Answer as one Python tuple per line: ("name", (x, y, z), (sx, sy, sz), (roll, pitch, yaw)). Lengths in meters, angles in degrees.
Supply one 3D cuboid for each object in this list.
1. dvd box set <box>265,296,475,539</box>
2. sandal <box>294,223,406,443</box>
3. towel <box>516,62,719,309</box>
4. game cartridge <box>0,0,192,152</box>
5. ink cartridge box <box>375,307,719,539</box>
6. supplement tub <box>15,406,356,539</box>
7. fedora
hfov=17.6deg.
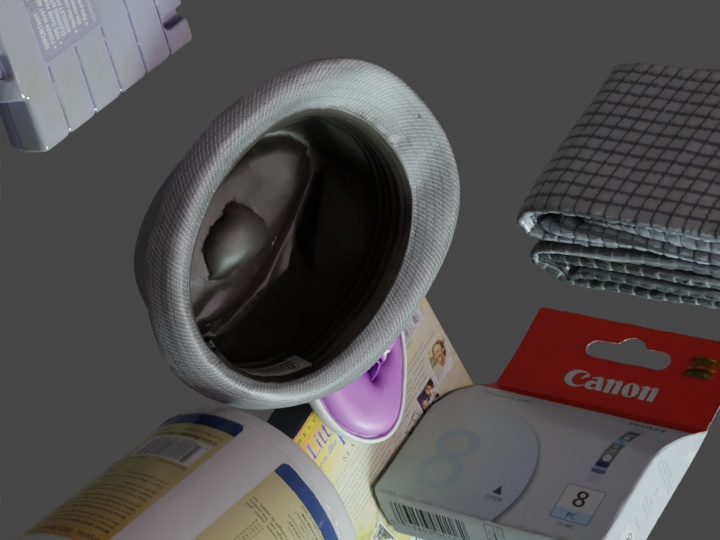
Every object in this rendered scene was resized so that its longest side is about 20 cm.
("dvd box set", (0.020, 0.111, 1.456), (0.147, 0.029, 0.200), (-58, 138, -27))
("sandal", (-0.006, 0.001, 1.355), (0.082, 0.050, 0.203), (-10, 92, -34))
("towel", (0.227, -0.056, 1.555), (0.166, 0.200, 0.086), (-52, 135, -32))
("game cartridge", (-0.159, -0.174, 1.161), (0.130, 0.038, 0.200), (-40, 127, -36))
("ink cartridge box", (0.126, 0.093, 1.433), (0.200, 0.160, 0.047), (-55, 138, -30))
("supplement tub", (-0.110, 0.176, 1.204), (0.200, 0.144, 0.145), (-37, 125, -42))
("fedora", (-0.049, -0.023, 1.275), (0.177, 0.090, 0.200), (42, 76, -35))
